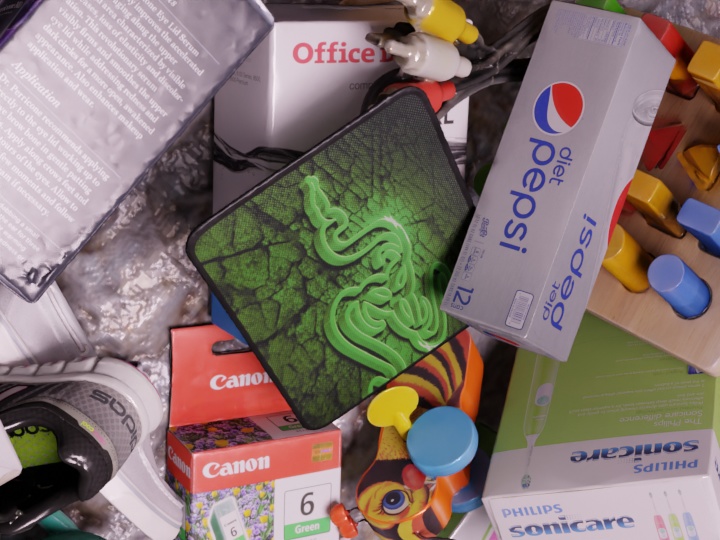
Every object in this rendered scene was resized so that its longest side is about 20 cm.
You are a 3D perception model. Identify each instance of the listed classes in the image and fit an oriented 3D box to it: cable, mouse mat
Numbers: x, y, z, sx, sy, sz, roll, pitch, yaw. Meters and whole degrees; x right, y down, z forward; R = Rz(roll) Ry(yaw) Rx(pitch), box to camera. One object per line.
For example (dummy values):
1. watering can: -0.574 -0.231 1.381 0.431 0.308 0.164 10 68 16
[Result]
1. cable: 0.071 -0.116 0.881 0.198 0.050 0.098 -4 115 -43
2. mouse mat: 0.000 0.000 0.875 0.160 0.008 0.201 -35 137 -5

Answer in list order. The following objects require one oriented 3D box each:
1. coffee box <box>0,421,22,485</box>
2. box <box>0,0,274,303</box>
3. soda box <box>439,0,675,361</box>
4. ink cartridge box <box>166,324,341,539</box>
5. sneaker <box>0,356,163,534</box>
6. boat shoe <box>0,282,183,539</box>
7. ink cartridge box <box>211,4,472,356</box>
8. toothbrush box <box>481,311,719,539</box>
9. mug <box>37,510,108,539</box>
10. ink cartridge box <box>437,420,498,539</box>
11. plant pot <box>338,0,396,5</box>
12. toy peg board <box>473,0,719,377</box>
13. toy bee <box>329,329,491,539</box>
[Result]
1. coffee box: -0.263 0.060 0.759 0.112 0.200 0.081 -29 119 -19
2. box: -0.165 -0.104 0.798 0.104 0.148 0.201 44 81 -30
3. soda box: 0.120 -0.053 0.894 0.068 0.063 0.202 28 81 -56
4. ink cartridge box: -0.069 0.136 0.972 0.108 0.050 0.203 -6 107 -27
5. sneaker: -0.210 0.101 0.819 0.197 0.088 0.075 -9 117 16
6. boat shoe: -0.158 0.080 0.904 0.068 0.072 0.201 -39 109 -10
7. ink cartridge box: -0.013 -0.061 0.928 0.143 0.084 0.203 -6 106 -29
8. toothbrush box: 0.174 0.104 0.982 0.144 0.201 0.087 -10 121 22
9. mug: -0.172 0.221 0.882 0.113 0.152 0.187 -23 113 -24
10. ink cartridge box: 0.069 0.222 1.066 0.104 0.059 0.201 42 82 -31
11. plant pot: 0.082 -0.188 0.882 0.198 0.199 0.028 -14 98 -24
12. toy peg board: 0.182 -0.072 0.953 0.098 0.198 0.202 32 88 -50
13. toy bee: 0.031 0.130 0.974 0.107 0.201 0.132 -12 119 13
